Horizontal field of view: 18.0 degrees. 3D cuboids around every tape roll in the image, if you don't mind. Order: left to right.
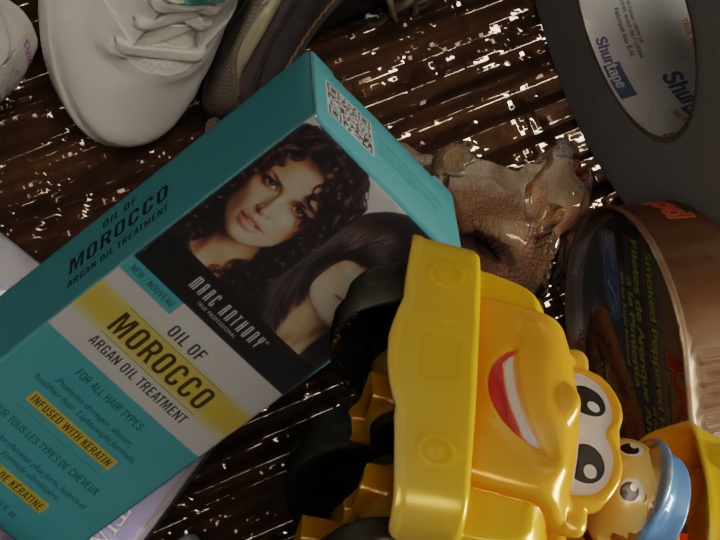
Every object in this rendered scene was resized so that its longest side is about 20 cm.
[{"bbox_3d":[0.132,-0.109,0.876,0.066,0.200,0.201,-19,86,-14],"label":"tape roll"}]

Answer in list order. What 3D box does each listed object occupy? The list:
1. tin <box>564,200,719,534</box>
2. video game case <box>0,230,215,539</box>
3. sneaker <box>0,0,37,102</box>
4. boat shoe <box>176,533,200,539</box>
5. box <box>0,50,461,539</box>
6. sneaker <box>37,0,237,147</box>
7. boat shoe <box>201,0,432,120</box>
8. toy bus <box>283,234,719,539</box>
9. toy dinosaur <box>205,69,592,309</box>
[{"bbox_3d":[0.121,0.072,0.881,0.042,0.112,0.201,-8,99,-13],"label":"tin"},{"bbox_3d":[-0.168,0.053,0.882,0.200,0.019,0.143,38,77,-5],"label":"video game case"},{"bbox_3d":[-0.172,-0.069,0.854,0.099,0.075,0.201,12,63,-17],"label":"sneaker"},{"bbox_3d":[-0.048,0.201,0.862,0.068,0.074,0.200,-22,99,3],"label":"boat shoe"},{"bbox_3d":[-0.066,0.017,0.813,0.200,0.049,0.082,-37,117,18],"label":"box"},{"bbox_3d":[-0.066,-0.117,0.843,0.075,0.200,0.089,1,38,-27],"label":"sneaker"},{"bbox_3d":[0.008,-0.136,0.918,0.073,0.074,0.200,33,82,-11],"label":"boat shoe"},{"bbox_3d":[0.069,0.102,0.765,0.191,0.200,0.136,11,49,-4],"label":"toy bus"},{"bbox_3d":[0.000,0.000,0.900,0.199,0.136,0.086,-23,44,6],"label":"toy dinosaur"}]
